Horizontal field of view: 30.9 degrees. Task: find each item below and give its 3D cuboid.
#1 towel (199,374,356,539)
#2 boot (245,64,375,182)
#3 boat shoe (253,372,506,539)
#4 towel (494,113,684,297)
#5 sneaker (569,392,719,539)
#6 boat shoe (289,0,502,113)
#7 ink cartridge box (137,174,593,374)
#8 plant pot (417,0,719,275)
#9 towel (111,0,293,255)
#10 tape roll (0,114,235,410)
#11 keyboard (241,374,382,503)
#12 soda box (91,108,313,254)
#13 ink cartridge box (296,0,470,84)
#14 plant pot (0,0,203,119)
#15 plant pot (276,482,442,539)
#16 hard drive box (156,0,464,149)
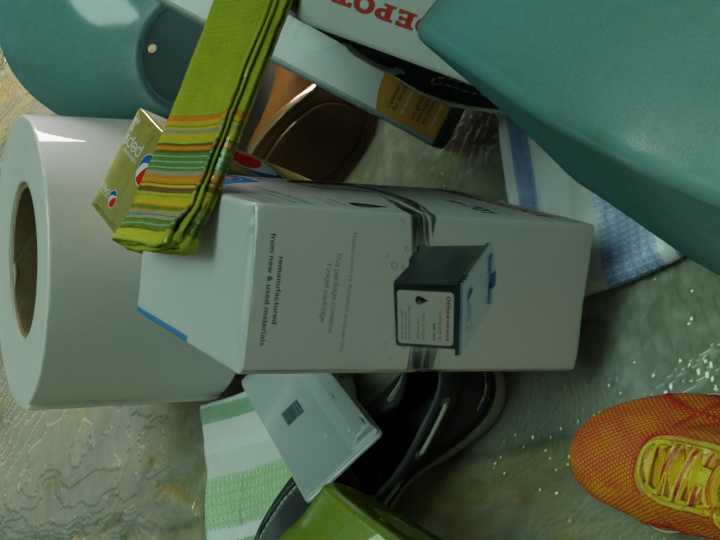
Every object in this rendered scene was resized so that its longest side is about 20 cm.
[{"bbox_3d":[-0.055,0.166,0.849,0.149,0.031,0.201,-27,57,41],"label":"towel"},{"bbox_3d":[-0.046,-0.153,0.931,0.200,0.076,0.155,-61,38,17],"label":"boot"},{"bbox_3d":[-0.004,0.114,0.765,0.200,0.063,0.073,-45,56,16],"label":"boat shoe"},{"bbox_3d":[0.157,-0.072,0.709,0.200,0.024,0.147,-26,58,40],"label":"towel"},{"bbox_3d":[0.169,0.091,0.590,0.200,0.077,0.073,3,79,51],"label":"sneaker"},{"bbox_3d":[0.024,-0.143,0.736,0.199,0.060,0.076,20,97,7],"label":"boat shoe"},{"bbox_3d":[0.000,0.000,0.696,0.146,0.199,0.086,20,107,59],"label":"ink cartridge box"},{"bbox_3d":[0.154,-0.079,0.532,0.141,0.141,0.200,-49,39,7],"label":"plant pot"},{"bbox_3d":[-0.072,-0.103,0.654,0.086,0.018,0.201,5,72,57],"label":"towel"},{"bbox_3d":[-0.171,-0.007,0.917,0.203,0.139,0.204,179,90,-65],"label":"tape roll"},{"bbox_3d":[-0.035,0.083,0.798,0.056,0.011,0.200,-48,21,0],"label":"keyboard"},{"bbox_3d":[-0.057,-0.026,0.793,0.068,0.200,0.064,-61,38,11],"label":"soda box"},{"bbox_3d":[0.067,-0.196,0.634,0.083,0.146,0.201,-69,-2,-67],"label":"ink cartridge box"},{"bbox_3d":[-0.152,-0.182,0.964,0.135,0.200,0.201,37,103,48],"label":"plant pot"},{"bbox_3d":[-0.011,0.224,0.673,0.200,0.200,0.193,29,85,50],"label":"plant pot"},{"bbox_3d":[-0.003,-0.189,0.807,0.199,0.077,0.156,27,98,7],"label":"hard drive box"}]
